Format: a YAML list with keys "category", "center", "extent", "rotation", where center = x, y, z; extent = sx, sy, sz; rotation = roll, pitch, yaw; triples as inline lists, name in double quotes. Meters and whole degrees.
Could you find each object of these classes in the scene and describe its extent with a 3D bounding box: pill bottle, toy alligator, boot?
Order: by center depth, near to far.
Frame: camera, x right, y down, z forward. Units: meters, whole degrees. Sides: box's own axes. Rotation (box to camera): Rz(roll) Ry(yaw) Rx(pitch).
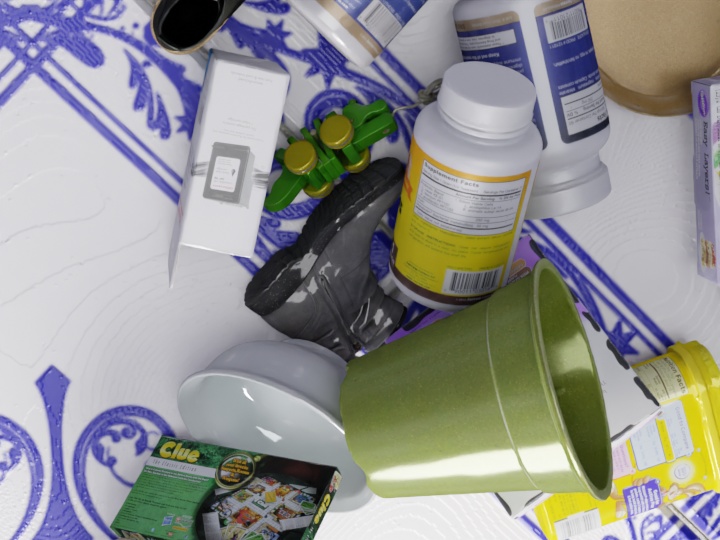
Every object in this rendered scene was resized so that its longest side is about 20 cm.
- category: "boot"
  center: [-0.101, -0.260, 1.097]
  extent: [0.077, 0.138, 0.200]
  rotation: [32, 96, -14]
- category: "pill bottle"
  center: [0.090, -0.071, 1.115]
  extent: [0.109, 0.109, 0.201]
  rotation: [4, 126, -9]
- category: "pill bottle"
  center: [0.029, -0.282, 1.124]
  extent: [0.111, 0.111, 0.200]
  rotation: [42, 95, -15]
- category: "pill bottle"
  center: [0.158, -0.155, 1.171]
  extent: [0.115, 0.116, 0.201]
  rotation: [-16, 105, -4]
- category: "toy alligator"
  center: [-0.013, -0.127, 1.187]
  extent: [0.200, 0.054, 0.059]
  rotation: [-36, 150, 2]
- category: "boot"
  center: [0.000, 0.000, 1.220]
  extent: [0.200, 0.070, 0.132]
  rotation: [-44, 112, 11]

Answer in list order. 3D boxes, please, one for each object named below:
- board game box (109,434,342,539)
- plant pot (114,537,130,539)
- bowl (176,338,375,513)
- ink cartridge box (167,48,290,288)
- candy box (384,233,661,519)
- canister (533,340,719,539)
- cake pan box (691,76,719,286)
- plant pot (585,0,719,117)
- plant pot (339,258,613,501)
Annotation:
- category: "board game box"
  center: [-0.122, 0.208, 1.175]
  extent: [0.105, 0.199, 0.023]
  rotation: [-63, 142, -30]
- category: "plant pot"
  center: [-0.161, 0.340, 1.212]
  extent: [0.176, 0.200, 0.201]
  rotation: [-1, 104, 3]
- category: "bowl"
  center: [-0.059, 0.126, 1.197]
  extent: [0.201, 0.201, 0.091]
  rotation: [40, 55, -15]
- category: "ink cartridge box"
  center: [-0.118, -0.086, 1.149]
  extent: [0.066, 0.116, 0.201]
  rotation: [10, 102, -11]
- category: "candy box"
  center: [0.148, 0.099, 1.205]
  extent: [0.168, 0.072, 0.200]
  rotation: [-36, 74, 0]
- category: "canister"
  center: [0.256, 0.168, 1.279]
  extent: [0.199, 0.087, 0.149]
  rotation: [-18, 104, -2]
- category: "cake pan box"
  center: [0.405, -0.096, 1.220]
  extent: [0.183, 0.052, 0.201]
  rotation: [-7, 104, -8]
- category: "plant pot"
  center: [0.284, -0.244, 1.214]
  extent: [0.199, 0.027, 0.201]
  rotation: [-2, 104, -8]
- category: "plant pot"
  center: [0.091, 0.112, 1.095]
  extent: [0.189, 0.200, 0.201]
  rotation: [-17, 106, 20]
